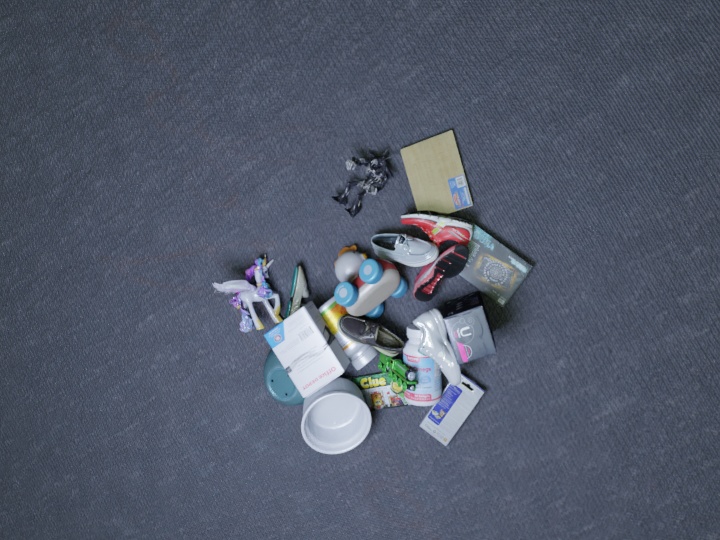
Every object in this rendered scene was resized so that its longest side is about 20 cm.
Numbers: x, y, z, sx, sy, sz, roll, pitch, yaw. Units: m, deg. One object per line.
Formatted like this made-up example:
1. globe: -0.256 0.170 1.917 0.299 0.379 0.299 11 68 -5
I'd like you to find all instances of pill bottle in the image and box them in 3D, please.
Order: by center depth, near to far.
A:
1. pill bottle: 0.169 0.254 1.428 0.105 0.109 0.207 -1 98 14
2. pill bottle: -0.038 0.173 1.467 0.110 0.111 0.202 -38 88 16

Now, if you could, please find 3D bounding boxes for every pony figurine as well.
1. pony figurine: -0.324 0.072 1.520 0.188 0.166 0.207 -15 92 -17

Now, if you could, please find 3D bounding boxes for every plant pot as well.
1. plant pot: -0.203 0.306 1.516 0.193 0.135 0.207 2 99 13

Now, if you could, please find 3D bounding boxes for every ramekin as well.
1. ramekin: -0.071 0.400 1.462 0.194 0.098 0.207 -4 114 -8

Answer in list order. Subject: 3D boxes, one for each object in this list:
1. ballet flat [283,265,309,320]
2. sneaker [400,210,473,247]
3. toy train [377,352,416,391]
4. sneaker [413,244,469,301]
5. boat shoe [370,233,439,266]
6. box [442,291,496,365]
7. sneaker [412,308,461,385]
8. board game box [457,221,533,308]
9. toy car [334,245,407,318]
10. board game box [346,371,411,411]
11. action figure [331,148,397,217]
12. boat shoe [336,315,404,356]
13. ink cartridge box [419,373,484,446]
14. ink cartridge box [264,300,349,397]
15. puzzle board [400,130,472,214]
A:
1. ballet flat: -0.180 0.084 1.525 0.060 0.068 0.206 10 106 -16
2. sneaker: 0.195 -0.106 1.369 0.194 0.077 0.088 14 105 15
3. toy train: 0.099 0.269 1.416 0.040 0.199 0.058 6 97 -23
4. sneaker: 0.203 -0.012 1.378 0.073 0.088 0.200 27 124 -24
5. boat shoe: 0.110 -0.061 1.380 0.196 0.072 0.072 7 63 36
6. box: 0.278 0.142 1.336 0.103 0.200 0.126 -19 94 13
7. sneaker: 0.193 0.207 1.348 0.086 0.075 0.205 -21 88 -10
8. board game box: 0.339 -0.016 1.388 0.198 0.028 0.137 37 105 7
9. toy car: 0.000 0.000 1.428 0.176 0.183 0.202 -41 59 15
10. board game box: 0.048 0.352 1.519 0.194 0.023 0.108 -13 93 15
11. action figure: 0.013 -0.243 1.400 0.119 0.101 0.201 45 107 16
12. boat shoe: 0.032 0.166 1.399 0.195 0.065 0.075 23 60 -17
13. ink cartridge box: 0.256 0.384 1.464 0.093 0.037 0.203 34 107 8
14. ink cartridge box: -0.141 0.211 1.399 0.143 0.084 0.203 -33 90 15
15. puzzle board: 0.203 -0.248 1.395 0.147 0.017 0.206 -16 94 15
